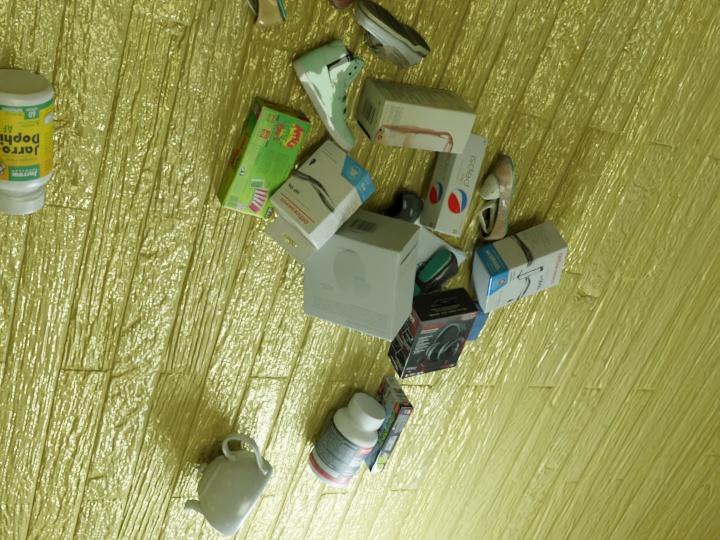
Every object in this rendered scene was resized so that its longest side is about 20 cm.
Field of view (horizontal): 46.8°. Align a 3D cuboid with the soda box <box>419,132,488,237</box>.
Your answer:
[{"bbox_3d":[0.184,-0.176,1.657,0.067,0.063,0.204,12,97,-31],"label":"soda box"}]

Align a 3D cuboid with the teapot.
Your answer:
[{"bbox_3d":[-0.294,0.473,1.852,0.145,0.197,0.202,35,71,-2],"label":"teapot"}]

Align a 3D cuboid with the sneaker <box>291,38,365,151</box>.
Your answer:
[{"bbox_3d":[-0.027,-0.313,1.486,0.117,0.074,0.202,-29,128,4],"label":"sneaker"}]

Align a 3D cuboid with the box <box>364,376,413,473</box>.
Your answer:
[{"bbox_3d":[0.054,0.365,1.971,0.034,0.110,0.203,9,117,-30],"label":"box"}]

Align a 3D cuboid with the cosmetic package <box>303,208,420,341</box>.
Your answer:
[{"bbox_3d":[0.000,0.000,1.620,0.123,0.196,0.204,-48,149,-53],"label":"cosmetic package"}]

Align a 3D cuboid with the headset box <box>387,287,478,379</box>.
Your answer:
[{"bbox_3d":[0.155,0.127,1.780,0.146,0.078,0.202,-8,137,-26],"label":"headset box"}]

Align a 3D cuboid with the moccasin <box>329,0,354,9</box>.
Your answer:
[{"bbox_3d":[0.025,-0.513,1.375,0.201,0.078,0.074,-41,133,6],"label":"moccasin"}]

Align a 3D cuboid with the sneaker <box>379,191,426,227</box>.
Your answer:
[{"bbox_3d":[0.055,-0.079,1.702,0.084,0.074,0.201,35,94,-32],"label":"sneaker"}]

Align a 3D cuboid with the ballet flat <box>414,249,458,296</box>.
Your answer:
[{"bbox_3d":[0.132,0.039,1.787,0.199,0.073,0.073,-39,130,0],"label":"ballet flat"}]

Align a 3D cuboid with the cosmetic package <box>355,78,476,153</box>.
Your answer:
[{"bbox_3d":[0.102,-0.286,1.554,0.196,0.104,0.089,3,123,-26],"label":"cosmetic package"}]

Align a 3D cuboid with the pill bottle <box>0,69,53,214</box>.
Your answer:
[{"bbox_3d":[-0.536,-0.197,1.294,0.111,0.113,0.203,-2,123,-25],"label":"pill bottle"}]

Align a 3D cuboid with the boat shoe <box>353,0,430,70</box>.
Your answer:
[{"bbox_3d":[0.046,-0.399,1.445,0.068,0.076,0.198,-38,150,24],"label":"boat shoe"}]

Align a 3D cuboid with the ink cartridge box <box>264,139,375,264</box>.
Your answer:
[{"bbox_3d":[-0.083,-0.125,1.527,0.200,0.116,0.068,-47,156,-9],"label":"ink cartridge box"}]

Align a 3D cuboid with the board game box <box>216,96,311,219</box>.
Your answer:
[{"bbox_3d":[-0.177,-0.201,1.510,0.100,0.048,0.202,12,116,-33],"label":"board game box"}]

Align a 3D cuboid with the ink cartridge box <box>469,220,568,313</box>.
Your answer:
[{"bbox_3d":[0.352,-0.007,1.857,0.197,0.085,0.147,-20,146,-12],"label":"ink cartridge box"}]

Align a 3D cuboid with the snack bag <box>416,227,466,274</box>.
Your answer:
[{"bbox_3d":[0.114,0.000,1.809,0.187,0.021,0.201,29,106,-38],"label":"snack bag"}]

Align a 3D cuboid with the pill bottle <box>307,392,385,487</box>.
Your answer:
[{"bbox_3d":[-0.028,0.392,1.942,0.118,0.120,0.202,19,113,-34],"label":"pill bottle"}]

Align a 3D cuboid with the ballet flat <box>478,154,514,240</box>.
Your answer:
[{"bbox_3d":[0.283,-0.147,1.762,0.066,0.068,0.203,-12,125,-15],"label":"ballet flat"}]

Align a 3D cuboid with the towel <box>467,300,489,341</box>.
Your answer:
[{"bbox_3d":[0.197,0.112,1.892,0.197,0.049,0.113,3,128,-33],"label":"towel"}]

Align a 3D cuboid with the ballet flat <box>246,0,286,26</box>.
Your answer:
[{"bbox_3d":[-0.168,-0.479,1.315,0.062,0.069,0.203,-13,127,1],"label":"ballet flat"}]
